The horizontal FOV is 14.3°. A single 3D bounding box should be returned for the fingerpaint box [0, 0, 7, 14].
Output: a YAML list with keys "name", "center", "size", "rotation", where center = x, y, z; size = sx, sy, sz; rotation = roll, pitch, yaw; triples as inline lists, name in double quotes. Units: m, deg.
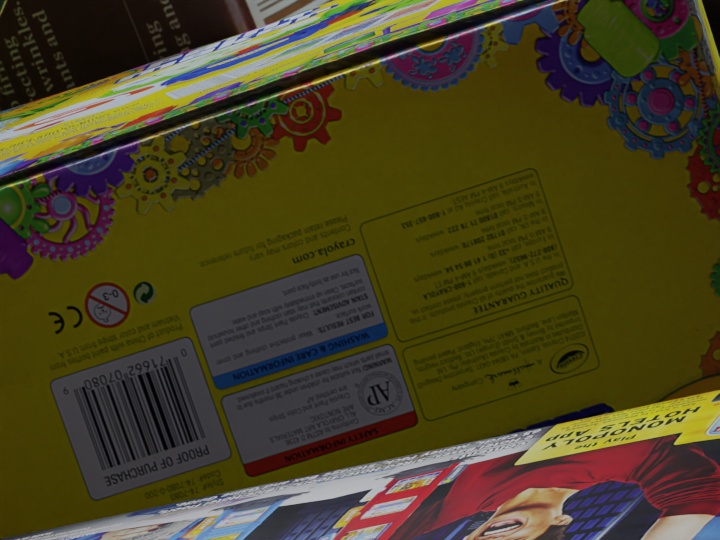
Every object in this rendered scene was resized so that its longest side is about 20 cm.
- name: "fingerpaint box"
  center: [-0.191, -0.041, 0.812]
  size: [0.073, 0.168, 0.200]
  rotation: [21, 7, -30]

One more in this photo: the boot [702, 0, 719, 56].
- name: "boot"
  center: [0.069, -0.130, 0.980]
  size: [0.072, 0.199, 0.167]
  rotation: [-52, -14, -36]

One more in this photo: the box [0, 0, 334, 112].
- name: "box"
  center: [-0.048, -0.053, 0.919]
  size: [0.199, 0.167, 0.164]
  rotation: [-12, 16, 40]

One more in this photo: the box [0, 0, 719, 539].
- name: "box"
  center: [0.000, 0.000, 0.707]
  size: [0.199, 0.123, 0.193]
  rotation: [-18, 10, 9]

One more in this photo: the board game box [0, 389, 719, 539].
- name: "board game box"
  center: [-0.030, 0.092, 0.440]
  size: [0.199, 0.062, 0.200]
  rotation: [-14, 12, 27]
